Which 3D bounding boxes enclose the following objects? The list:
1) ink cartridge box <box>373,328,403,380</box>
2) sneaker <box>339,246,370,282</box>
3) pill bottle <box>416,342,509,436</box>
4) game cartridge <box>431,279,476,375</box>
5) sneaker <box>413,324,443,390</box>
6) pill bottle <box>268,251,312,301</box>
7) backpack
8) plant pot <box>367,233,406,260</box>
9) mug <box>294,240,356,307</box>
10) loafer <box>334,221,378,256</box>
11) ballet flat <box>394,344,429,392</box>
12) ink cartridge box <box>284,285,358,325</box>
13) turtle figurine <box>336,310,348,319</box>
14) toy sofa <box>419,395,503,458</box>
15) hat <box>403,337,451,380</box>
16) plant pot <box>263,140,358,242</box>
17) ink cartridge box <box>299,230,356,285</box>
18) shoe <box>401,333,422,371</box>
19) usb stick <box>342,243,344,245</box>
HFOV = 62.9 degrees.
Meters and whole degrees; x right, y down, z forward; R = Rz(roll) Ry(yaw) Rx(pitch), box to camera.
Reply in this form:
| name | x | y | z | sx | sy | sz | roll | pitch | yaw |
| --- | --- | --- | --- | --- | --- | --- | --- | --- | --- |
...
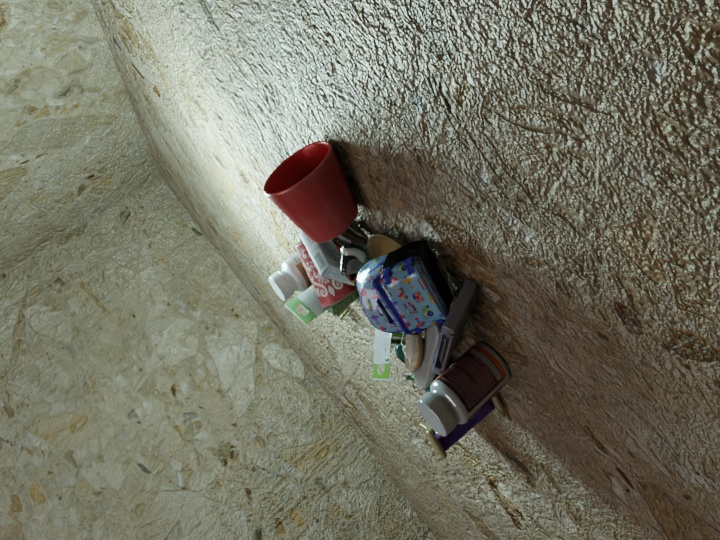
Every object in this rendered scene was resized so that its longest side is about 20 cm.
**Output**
| name | x | y | z | sx | sy | sz | roll | pitch | yaw |
| --- | --- | --- | --- | --- | --- | --- | --- | --- | --- |
| ink cartridge box | 0.089 | 0.183 | 1.525 | 0.148 | 0.074 | 0.205 | 150 | 125 | -72 |
| sneaker | 0.000 | 0.000 | 1.510 | 0.073 | 0.081 | 0.199 | 7 | 168 | 30 |
| pill bottle | 0.227 | 0.265 | 1.310 | 0.114 | 0.199 | 0.115 | 45 | 159 | 22 |
| game cartridge | 0.196 | 0.122 | 1.247 | 0.038 | 0.131 | 0.202 | 20 | 147 | 13 |
| sneaker | 0.188 | 0.210 | 1.417 | 0.075 | 0.080 | 0.203 | -117 | 34 | -46 |
| pill bottle | -0.189 | 0.002 | 1.874 | 0.114 | 0.199 | 0.115 | 45 | 160 | 22 |
| backpack | 0.082 | 0.053 | 1.279 | 0.197 | 0.135 | 0.185 | -21 | 110 | 24 |
| plant pot | 0.095 | -0.011 | 1.405 | 0.199 | 0.027 | 0.202 | 39 | 155 | 22 |
| mug | -0.088 | -0.020 | 1.769 | 0.203 | 0.175 | 0.134 | 61 | -163 | -9 |
| loafer | -0.030 | -0.103 | 1.512 | 0.197 | 0.071 | 0.075 | 27 | 170 | 21 |
| ballet flat | 0.175 | 0.276 | 1.681 | 0.200 | 0.073 | 0.073 | 48 | 161 | 2 |
| ink cartridge box | -0.125 | 0.098 | 1.883 | 0.145 | 0.199 | 0.049 | 33 | 154 | 46 |
| turtle figurine | -0.114 | 0.093 | 2.056 | 0.162 | 0.064 | 0.201 | 47 | 160 | 22 |
| toy sofa | 0.249 | 0.354 | 1.412 | 0.084 | 0.198 | 0.097 | 58 | 166 | -14 |
| hat | 0.202 | 0.211 | 1.556 | 0.195 | 0.180 | 0.166 | 14 | 172 | -10 |
| plant pot | -0.106 | -0.180 | 1.416 | 0.178 | 0.201 | 0.199 | 53 | 164 | -31 |
| ink cartridge box | -0.056 | -0.035 | 1.587 | 0.198 | 0.047 | 0.161 | 16 | -147 | -46 |
| shoe | 0.117 | 0.148 | 1.403 | 0.070 | 0.052 | 0.205 | -118 | 29 | -67 |
| usb stick | -0.086 | -0.132 | 1.659 | 0.199 | 0.032 | 0.056 | 41 | 158 | 36 |
